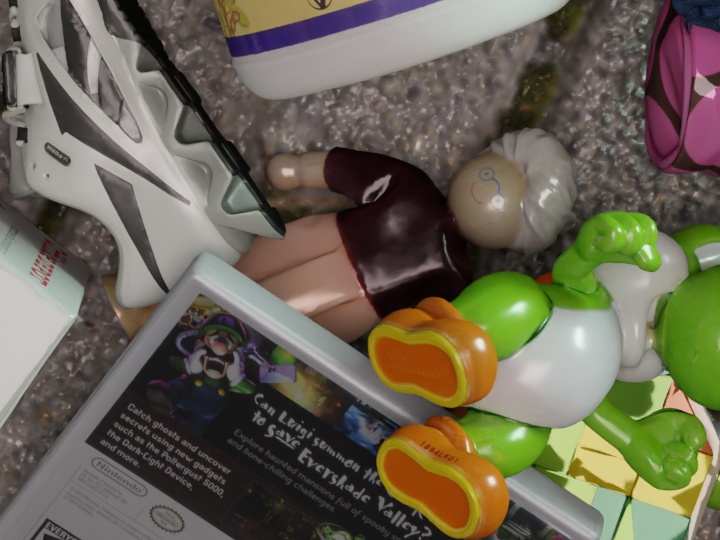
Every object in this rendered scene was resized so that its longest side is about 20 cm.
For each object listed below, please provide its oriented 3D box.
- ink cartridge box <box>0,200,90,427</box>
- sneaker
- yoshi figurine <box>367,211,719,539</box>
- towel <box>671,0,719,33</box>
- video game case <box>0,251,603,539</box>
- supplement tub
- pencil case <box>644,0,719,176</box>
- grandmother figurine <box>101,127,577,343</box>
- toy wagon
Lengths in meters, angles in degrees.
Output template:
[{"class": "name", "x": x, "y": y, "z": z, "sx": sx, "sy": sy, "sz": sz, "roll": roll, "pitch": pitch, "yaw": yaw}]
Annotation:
[{"class": "ink cartridge box", "x": -0.211, "y": -0.018, "z": 1.179, "sx": 0.200, "sy": 0.144, "sz": 0.084, "roll": 38, "pitch": 94, "yaw": -7}, {"class": "sneaker", "x": -0.121, "y": -0.074, "z": 1.202, "sx": 0.088, "sy": 0.074, "sz": 0.200, "roll": -33, "pitch": 84, "yaw": 7}, {"class": "yoshi figurine", "x": 0.103, "y": 0.033, "z": 1.160, "sx": 0.200, "sy": 0.112, "sz": 0.112, "roll": -24, "pitch": 77, "yaw": -41}, {"class": "towel", "x": 0.192, "y": -0.185, "z": 1.152, "sx": 0.112, "sy": 0.049, "sz": 0.200, "roll": 9, "pitch": 77, "yaw": 30}, {"class": "video game case", "x": -0.030, "y": 0.108, "z": 1.220, "sx": 0.200, "sy": 0.023, "sz": 0.182, "roll": 34, "pitch": 123, "yaw": -8}, {"class": "supplement tub", "x": -0.008, "y": -0.181, "z": 1.167, "sx": 0.145, "sy": 0.145, "sz": 0.200, "roll": -18, "pitch": 98, "yaw": -1}, {"class": "pencil case", "x": 0.221, "y": -0.084, "z": 1.226, "sx": 0.200, "sy": 0.091, "sz": 0.094, "roll": 4, "pitch": 66, "yaw": -5}, {"class": "grandmother figurine", "x": 0.000, "y": 0.000, "z": 1.231, "sx": 0.200, "sy": 0.061, "sz": 0.121, "roll": -26, "pitch": 88, "yaw": 3}, {"class": "toy wagon", "x": 0.086, "y": 0.075, "z": 1.260, "sx": 0.155, "sy": 0.040, "sz": 0.200, "roll": 19, "pitch": 96, "yaw": -6}]
